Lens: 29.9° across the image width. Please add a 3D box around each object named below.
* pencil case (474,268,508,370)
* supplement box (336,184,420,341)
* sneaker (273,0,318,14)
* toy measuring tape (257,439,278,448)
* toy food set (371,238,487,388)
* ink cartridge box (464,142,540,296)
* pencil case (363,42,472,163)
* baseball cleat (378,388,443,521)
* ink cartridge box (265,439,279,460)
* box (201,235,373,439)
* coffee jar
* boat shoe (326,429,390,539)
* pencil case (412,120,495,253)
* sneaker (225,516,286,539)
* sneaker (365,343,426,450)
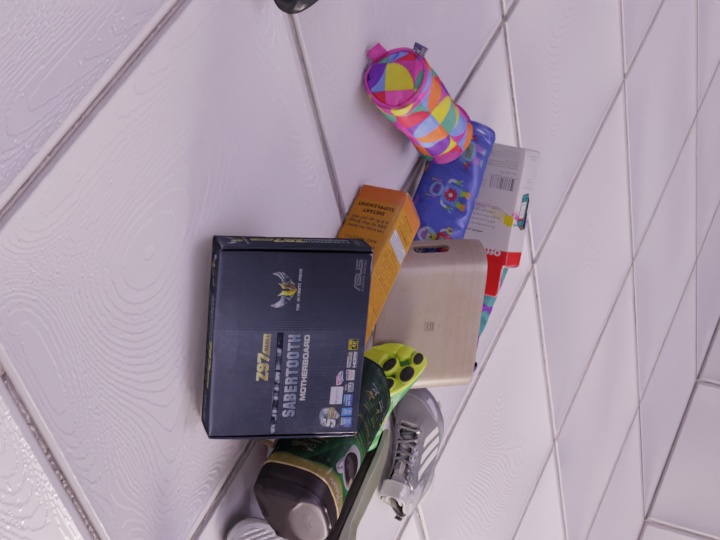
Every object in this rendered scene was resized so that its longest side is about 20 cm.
[{"bbox_3d":[0.152,0.038,1.889,0.092,0.085,0.201,113,-2,-69],"label":"pencil case"},{"bbox_3d":[0.000,0.000,1.567,0.201,0.066,0.069,-66,153,-25],"label":"supplement box"},{"bbox_3d":[-0.024,-0.304,1.358,0.200,0.074,0.085,-55,148,-40],"label":"sneaker"},{"bbox_3d":[-0.081,0.099,1.448,0.074,0.073,0.201,-47,151,-48],"label":"toy measuring tape"},{"bbox_3d":[0.075,0.059,1.695,0.142,0.060,0.201,-2,111,-20],"label":"toy food set"},{"bbox_3d":[0.164,-0.074,1.825,0.067,0.115,0.202,-2,104,-65],"label":"ink cartridge box"},{"bbox_3d":[0.071,-0.198,1.608,0.200,0.088,0.089,42,64,-63],"label":"pencil case"},{"bbox_3d":[0.069,0.255,1.832,0.106,0.069,0.201,-46,140,-49],"label":"baseball cleat"},{"bbox_3d":[-0.068,0.191,1.531,0.095,0.037,0.201,34,64,-65],"label":"ink cartridge box"},{"bbox_3d":[-0.075,0.067,1.344,0.051,0.157,0.202,-135,-132,-68],"label":"box"},{"bbox_3d":[-0.041,0.190,1.450,0.105,0.085,0.201,78,31,-46],"label":"coffee jar"},{"bbox_3d":[-0.020,0.280,1.663,0.072,0.060,0.202,79,31,-63],"label":"boat shoe"},{"bbox_3d":[0.108,-0.102,1.738,0.078,0.086,0.201,146,-35,-73],"label":"pencil case"},{"bbox_3d":[-0.093,0.337,1.526,0.078,0.079,0.200,-48,123,-8],"label":"sneaker"},{"bbox_3d":[0.002,0.167,1.634,0.200,0.074,0.084,-46,156,-18],"label":"sneaker"}]
